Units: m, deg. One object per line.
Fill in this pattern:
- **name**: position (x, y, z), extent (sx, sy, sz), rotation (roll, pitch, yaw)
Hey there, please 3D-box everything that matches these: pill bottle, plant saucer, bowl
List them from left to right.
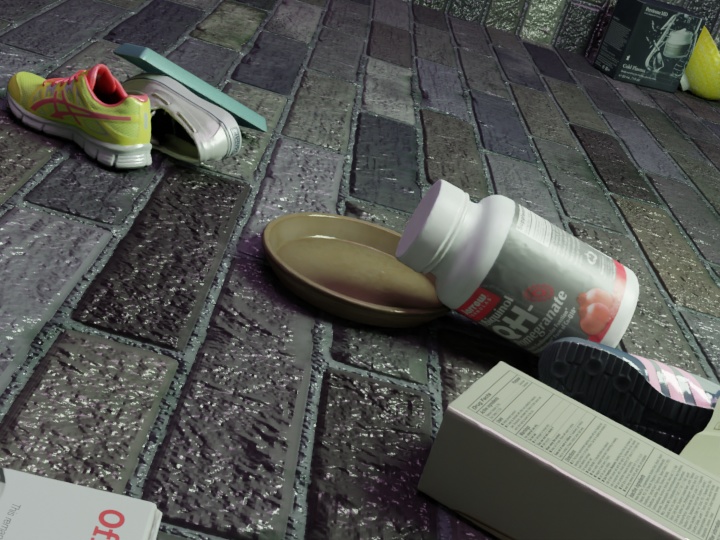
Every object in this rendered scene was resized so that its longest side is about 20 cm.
- **plant saucer**: position (-0.198, -0.218, 1.214), extent (0.070, 0.019, 0.200), rotation (22, -4, 46)
- **plant saucer**: position (0.000, 0.000, 0.967), extent (0.199, 0.030, 0.200), rotation (14, 23, -6)
- **pill bottle**: position (0.136, 0.002, 0.905), extent (0.199, 0.111, 0.111), rotation (29, 22, -8)
- **bowl**: position (0.871, -0.522, 2.627), extent (0.107, 0.201, 0.200), rotation (-23, 18, 14)

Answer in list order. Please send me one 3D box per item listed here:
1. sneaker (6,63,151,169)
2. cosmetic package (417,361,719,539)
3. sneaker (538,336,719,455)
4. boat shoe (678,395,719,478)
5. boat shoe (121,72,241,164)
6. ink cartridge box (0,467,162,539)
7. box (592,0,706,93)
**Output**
- **sneaker**: position (-0.295, -0.183, 1.085), extent (0.199, 0.091, 0.078), rotation (25, 26, 20)
- **cosmetic package**: position (0.152, 0.150, 0.684), extent (0.199, 0.074, 0.103), rotation (27, 25, 22)
- **sneaker**: position (0.242, 0.107, 0.863), extent (0.199, 0.070, 0.082), rotation (26, 18, 1)
- **boat shoe**: position (0.301, 0.134, 0.770), extent (0.071, 0.063, 0.200), rotation (2, 27, 47)
- **boat shoe**: position (-0.220, -0.165, 1.133), extent (0.199, 0.072, 0.066), rotation (32, 42, 32)
- **ink cartridge box**: position (-0.197, 0.148, 0.423), extent (0.199, 0.084, 0.145), rotation (15, 23, -7)
- **box**: position (0.722, -0.572, 2.547), extent (0.199, 0.198, 0.124), rotation (7, 25, -23)
